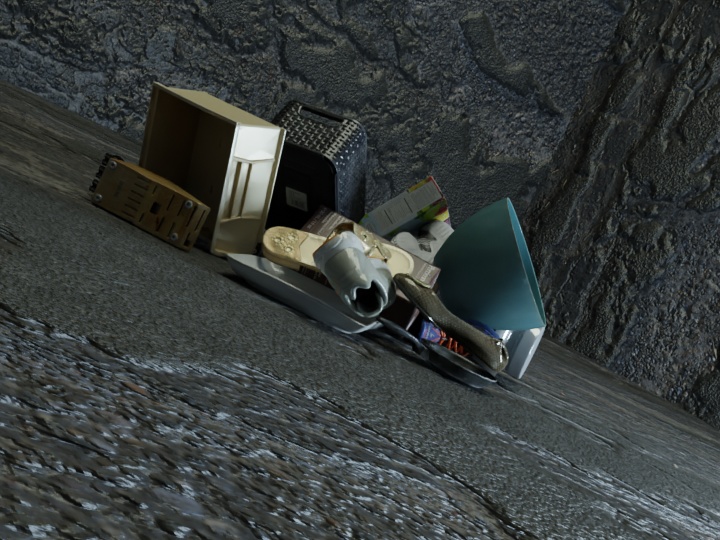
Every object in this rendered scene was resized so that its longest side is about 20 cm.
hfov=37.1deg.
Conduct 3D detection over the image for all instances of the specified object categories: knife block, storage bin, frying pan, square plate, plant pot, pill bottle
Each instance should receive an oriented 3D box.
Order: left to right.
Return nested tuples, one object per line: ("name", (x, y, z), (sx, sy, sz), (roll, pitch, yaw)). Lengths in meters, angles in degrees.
("knife block", (-0.278, -0.095, 1.449), (0.200, 0.064, 0.176), (27, 4, 10))
("storage bin", (-0.221, -0.141, 1.525), (0.094, 0.199, 0.200), (-4, 24, -46))
("square plate", (-0.066, 0.034, 1.391), (0.198, 0.029, 0.200), (27, 4, 10))
("storage bin", (-0.072, -0.135, 1.588), (0.135, 0.094, 0.200), (21, -40, 18))
("frying pan", (0.105, 0.114, 1.389), (0.115, 0.031, 0.190), (32, 6, 38))
("pill bottle", (0.188, 0.087, 1.728), (0.200, 0.116, 0.116), (28, 4, 13))
("plant pot", (0.187, 0.005, 1.616), (0.134, 0.201, 0.200), (-17, -7, 13))

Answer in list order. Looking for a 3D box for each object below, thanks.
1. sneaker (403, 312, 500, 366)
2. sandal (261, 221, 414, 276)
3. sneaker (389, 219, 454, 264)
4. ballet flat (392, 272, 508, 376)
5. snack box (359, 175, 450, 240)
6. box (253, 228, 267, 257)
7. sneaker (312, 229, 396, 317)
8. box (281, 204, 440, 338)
("sneaker", (0.113, 0.095, 1.557), (0.200, 0.076, 0.078), (20, 12, 20))
("sandal", (-0.025, -0.032, 1.430), (0.211, 0.078, 0.070), (9, -36, -6))
("sneaker", (0.072, -0.008, 1.701), (0.075, 0.115, 0.200), (50, 36, 9))
("ballet flat", (0.123, 0.063, 1.410), (0.200, 0.046, 0.067), (41, 5, -14))
("snack box", (0.075, -0.077, 1.775), (0.053, 0.142, 0.200), (61, 2, 13))
("box", (-0.134, -0.034, 1.723), (0.200, 0.050, 0.198), (24, 6, -41))
("sneaker", (0.005, 0.028, 1.349), (0.092, 0.076, 0.200), (60, 9, 26))
("box", (0.000, 0.000, 1.511), (0.200, 0.075, 0.100), (29, 41, 6))
